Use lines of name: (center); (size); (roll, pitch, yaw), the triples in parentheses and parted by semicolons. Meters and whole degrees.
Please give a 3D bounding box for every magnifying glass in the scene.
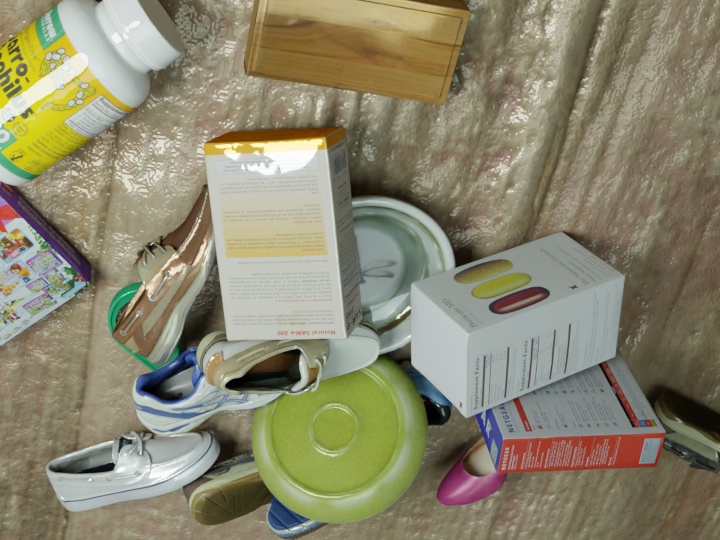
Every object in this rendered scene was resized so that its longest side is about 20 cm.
magnifying glass: (-0.219, 0.098, 1.250); (0.079, 0.022, 0.200); (-17, 122, -1)

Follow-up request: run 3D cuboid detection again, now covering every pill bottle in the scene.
pill bottle: (-0.261, -0.174, 1.013); (0.200, 0.113, 0.113); (-32, 122, 10)

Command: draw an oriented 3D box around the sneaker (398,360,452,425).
sneaker: (0.011, 0.153, 1.285); (0.199, 0.090, 0.079); (-8, 123, -5)

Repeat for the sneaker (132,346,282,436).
sneaker: (-0.148, 0.112, 1.210); (0.200, 0.075, 0.088); (-27, 151, -10)

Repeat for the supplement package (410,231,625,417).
supplement package: (0.165, 0.054, 1.203); (0.200, 0.114, 0.110); (-19, 126, -24)

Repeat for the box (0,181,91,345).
box: (-0.395, 0.013, 1.149); (0.200, 0.039, 0.137); (-32, 123, 10)

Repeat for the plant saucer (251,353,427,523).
plant saucer: (-0.027, 0.174, 1.240); (0.200, 0.200, 0.031); (-21, 161, 3)

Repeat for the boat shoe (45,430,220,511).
boat shoe: (-0.261, 0.218, 1.283); (0.200, 0.074, 0.065); (-20, 124, 4)

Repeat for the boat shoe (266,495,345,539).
boat shoe: (-0.016, 0.254, 1.295); (0.200, 0.072, 0.072); (-30, 136, -22)

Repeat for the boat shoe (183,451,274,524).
boat shoe: (-0.111, 0.235, 1.321); (0.200, 0.065, 0.073); (-9, 126, -29)

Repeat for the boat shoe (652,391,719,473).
boat shoe: (0.430, 0.217, 1.425); (0.200, 0.073, 0.065); (32, 122, -23)

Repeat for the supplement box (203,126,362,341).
supplement box: (-0.073, -0.035, 1.107); (0.126, 0.074, 0.201); (-1, 105, 14)

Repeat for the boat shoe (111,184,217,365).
boat shoe: (-0.196, 0.001, 1.152); (0.072, 0.076, 0.200); (22, 101, -15)

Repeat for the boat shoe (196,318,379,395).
boat shoe: (-0.065, 0.097, 1.172); (0.200, 0.068, 0.075); (-7, 122, -23)

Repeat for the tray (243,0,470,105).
tray: (-0.004, -0.222, 1.078); (0.199, 0.037, 0.099); (7, 120, -14)

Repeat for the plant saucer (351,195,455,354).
plant saucer: (0.000, 0.000, 1.210); (0.200, 0.050, 0.201); (-5, 123, -8)

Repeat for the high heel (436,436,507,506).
high heel: (0.162, 0.204, 1.353); (0.200, 0.067, 0.096); (-33, 134, 5)

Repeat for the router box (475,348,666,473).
router box: (0.214, 0.136, 1.249); (0.179, 0.200, 0.049); (0, 122, -9)
